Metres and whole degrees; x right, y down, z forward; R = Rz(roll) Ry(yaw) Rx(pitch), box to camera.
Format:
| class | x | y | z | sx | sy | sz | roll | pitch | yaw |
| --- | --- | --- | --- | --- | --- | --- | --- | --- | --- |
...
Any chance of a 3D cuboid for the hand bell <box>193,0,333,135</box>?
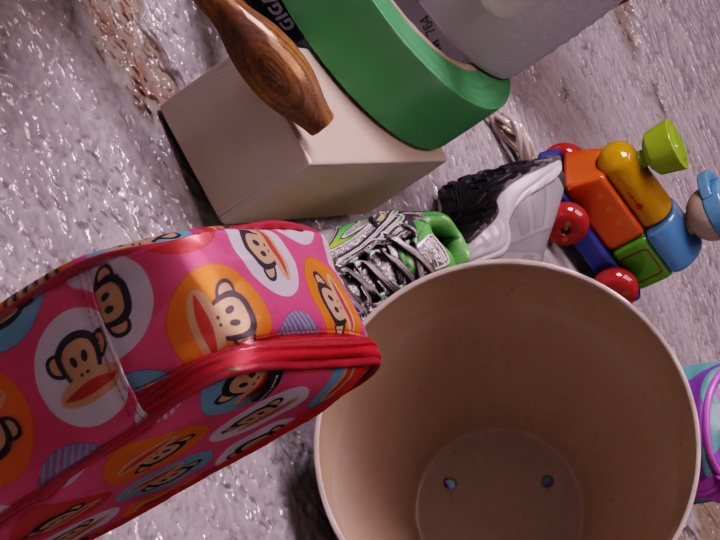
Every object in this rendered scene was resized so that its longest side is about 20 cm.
| class | x | y | z | sx | sy | sz | roll | pitch | yaw |
| --- | --- | --- | --- | --- | --- | --- | --- | --- | --- |
| hand bell | -0.083 | -0.149 | 1.428 | 0.200 | 0.104 | 0.104 | 50 | 25 | -12 |

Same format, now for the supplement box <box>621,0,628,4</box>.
| class | x | y | z | sx | sy | sz | roll | pitch | yaw |
| --- | --- | --- | --- | --- | --- | --- | --- | --- | --- |
| supplement box | 0.155 | -0.256 | 1.983 | 0.131 | 0.199 | 0.103 | 58 | 23 | -17 |

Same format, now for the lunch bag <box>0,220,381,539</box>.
| class | x | y | z | sx | sy | sz | roll | pitch | yaw |
| --- | --- | --- | --- | --- | --- | --- | --- | --- | --- |
| lunch bag | -0.097 | 0.052 | 1.110 | 0.082 | 0.199 | 0.176 | 64 | 22 | 11 |

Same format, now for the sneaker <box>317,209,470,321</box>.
| class | x | y | z | sx | sy | sz | roll | pitch | yaw |
| --- | --- | --- | --- | --- | --- | --- | --- | --- | --- |
| sneaker | 0.000 | 0.000 | 1.527 | 0.078 | 0.085 | 0.200 | 63 | 23 | -4 |

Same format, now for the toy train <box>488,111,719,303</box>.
| class | x | y | z | sx | sy | sz | roll | pitch | yaw |
| --- | --- | --- | --- | --- | --- | --- | --- | --- | --- |
| toy train | 0.177 | -0.073 | 1.954 | 0.200 | 0.115 | 0.085 | 51 | 26 | -32 |

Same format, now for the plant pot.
| class | x | y | z | sx | sy | sz | roll | pitch | yaw |
| --- | --- | --- | --- | --- | --- | --- | --- | --- | --- |
| plant pot | 0.076 | 0.110 | 1.485 | 0.135 | 0.199 | 0.201 | 87 | -14 | -70 |

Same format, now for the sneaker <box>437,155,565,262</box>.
| class | x | y | z | sx | sy | sz | roll | pitch | yaw |
| --- | --- | --- | --- | --- | --- | --- | --- | --- | --- |
| sneaker | 0.086 | -0.017 | 1.769 | 0.080 | 0.074 | 0.200 | 69 | 27 | -15 |

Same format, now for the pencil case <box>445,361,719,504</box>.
| class | x | y | z | sx | sy | sz | roll | pitch | yaw |
| --- | --- | --- | --- | --- | --- | --- | --- | --- | --- |
| pencil case | 0.144 | 0.106 | 1.586 | 0.085 | 0.199 | 0.093 | 53 | 45 | -26 |

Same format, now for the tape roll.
| class | x | y | z | sx | sy | sz | roll | pitch | yaw |
| --- | --- | --- | --- | --- | --- | --- | --- | --- | --- |
| tape roll | 0.011 | -0.167 | 1.619 | 0.200 | 0.048 | 0.201 | 46 | 23 | -26 |

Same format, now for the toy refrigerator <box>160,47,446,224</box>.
| class | x | y | z | sx | sy | sz | roll | pitch | yaw |
| --- | --- | --- | --- | --- | --- | --- | --- | --- | --- |
| toy refrigerator | -0.031 | -0.075 | 1.561 | 0.076 | 0.070 | 0.200 | 61 | 21 | 9 |

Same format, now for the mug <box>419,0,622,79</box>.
| class | x | y | z | sx | sy | sz | roll | pitch | yaw |
| --- | --- | --- | --- | --- | --- | --- | --- | --- | --- |
| mug | 0.114 | -0.207 | 1.592 | 0.148 | 0.175 | 0.200 | 50 | 22 | -18 |

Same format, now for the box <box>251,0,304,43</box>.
| class | x | y | z | sx | sy | sz | roll | pitch | yaw |
| --- | --- | --- | --- | --- | --- | --- | --- | --- | --- |
| box | -0.073 | -0.269 | 1.689 | 0.200 | 0.049 | 0.199 | 50 | 25 | -31 |
